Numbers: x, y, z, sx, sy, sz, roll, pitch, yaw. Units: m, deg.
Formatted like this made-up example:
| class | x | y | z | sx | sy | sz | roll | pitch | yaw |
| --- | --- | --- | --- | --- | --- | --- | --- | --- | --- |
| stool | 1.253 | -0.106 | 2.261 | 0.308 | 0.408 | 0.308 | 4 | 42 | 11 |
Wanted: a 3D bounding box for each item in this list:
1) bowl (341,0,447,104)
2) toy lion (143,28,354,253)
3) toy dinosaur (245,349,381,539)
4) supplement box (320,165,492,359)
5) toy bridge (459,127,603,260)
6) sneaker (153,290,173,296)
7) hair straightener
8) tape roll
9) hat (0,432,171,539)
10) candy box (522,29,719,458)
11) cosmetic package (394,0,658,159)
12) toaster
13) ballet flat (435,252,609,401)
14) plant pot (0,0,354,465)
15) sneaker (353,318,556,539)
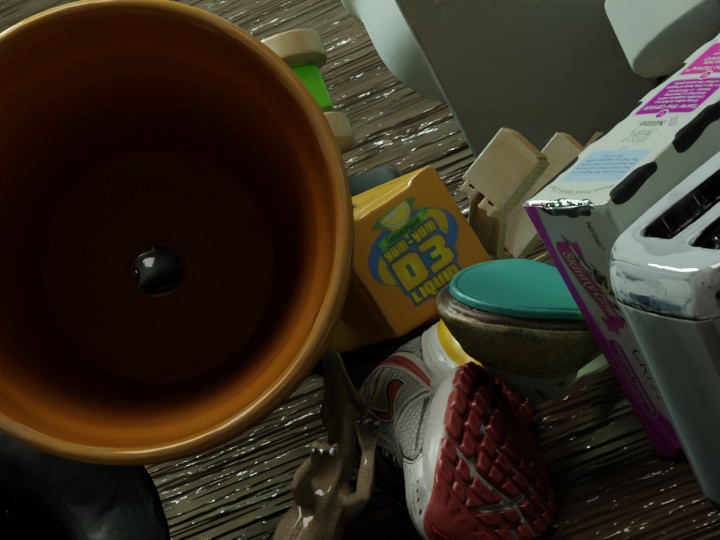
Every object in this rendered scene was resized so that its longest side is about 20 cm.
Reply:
| class | x | y | z | sx | sy | sz | roll | pitch | yaw |
| --- | --- | --- | --- | --- | --- | --- | --- | --- | --- |
| bowl | 0.094 | -0.142 | 1.677 | 0.200 | 0.091 | 0.201 | -12 | -21 | -5 |
| toy lion | -0.107 | -0.054 | 1.608 | 0.199 | 0.069 | 0.192 | -11 | -17 | -35 |
| toy dinosaur | -0.029 | 0.130 | 1.279 | 0.201 | 0.058 | 0.101 | -65 | 4 | -13 |
| supplement box | 0.000 | 0.000 | 1.488 | 0.066 | 0.069 | 0.200 | -33 | 2 | -14 |
| toy bridge | 0.086 | -0.035 | 1.462 | 0.067 | 0.027 | 0.200 | -51 | -13 | 13 |
| sneaker | -0.123 | 0.028 | 1.648 | 0.084 | 0.073 | 0.200 | -35 | 20 | -8 |
| hair straightener | -0.065 | -0.027 | 1.606 | 0.199 | 0.077 | 0.041 | -8 | 57 | -14 |
| tape roll | 0.213 | -0.153 | 1.433 | 0.202 | 0.037 | 0.203 | -23 | -8 | -4 |
| hat | -0.180 | 0.156 | 1.401 | 0.200 | 0.201 | 0.081 | -32 | -23 | -6 |
| candy box | 0.180 | -0.030 | 1.300 | 0.200 | 0.137 | 0.061 | -40 | 22 | -28 |
| cosmetic package | 0.084 | -0.129 | 1.566 | 0.106 | 0.201 | 0.090 | -23 | 23 | 8 |
| toaster | 0.186 | 0.015 | 1.198 | 0.200 | 0.130 | 0.113 | -36 | 21 | -18 |
| ballet flat | 0.090 | 0.023 | 1.340 | 0.070 | 0.071 | 0.200 | -16 | 4 | 30 |
| plant pot | -0.098 | -0.009 | 1.365 | 0.199 | 0.201 | 0.183 | -29 | -6 | -1 |
| sneaker | 0.035 | 0.084 | 1.334 | 0.082 | 0.078 | 0.200 | -33 | 12 | 10 |
